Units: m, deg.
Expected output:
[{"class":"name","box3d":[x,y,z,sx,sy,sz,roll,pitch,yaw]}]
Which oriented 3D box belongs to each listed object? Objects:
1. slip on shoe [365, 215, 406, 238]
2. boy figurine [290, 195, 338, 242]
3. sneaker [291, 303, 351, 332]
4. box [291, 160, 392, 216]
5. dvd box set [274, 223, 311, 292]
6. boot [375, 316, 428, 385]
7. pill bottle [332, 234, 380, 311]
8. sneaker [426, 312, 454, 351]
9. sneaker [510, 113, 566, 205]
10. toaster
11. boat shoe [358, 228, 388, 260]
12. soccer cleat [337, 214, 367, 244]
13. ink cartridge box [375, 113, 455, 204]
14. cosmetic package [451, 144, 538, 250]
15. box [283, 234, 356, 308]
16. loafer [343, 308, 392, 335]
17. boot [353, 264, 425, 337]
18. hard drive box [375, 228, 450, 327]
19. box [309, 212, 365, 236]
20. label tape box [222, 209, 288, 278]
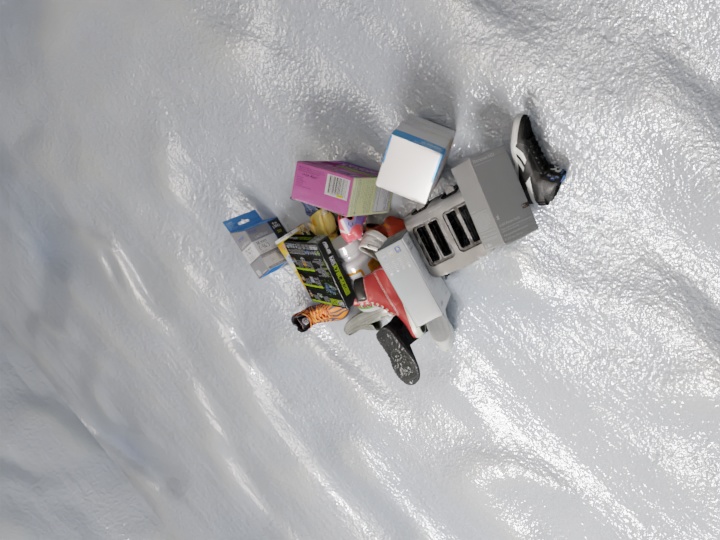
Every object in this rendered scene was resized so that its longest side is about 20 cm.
[{"class":"slip on shoe","box3d":[0.085,-0.110,1.732,0.199,0.074,0.062,-11,98,44]},{"class":"boy figurine","box3d":[-0.111,-0.126,1.805,0.124,0.064,0.201,-17,102,58]},{"class":"sneaker","box3d":[-0.122,0.136,1.963,0.199,0.112,0.078,-23,95,41]},{"class":"box","box3d":[-0.040,-0.209,1.690,0.175,0.199,0.098,20,107,30]},{"class":"dvd box set","box3d":[-0.147,-0.023,1.891,0.146,0.029,0.201,-23,102,54]},{"class":"boot","box3d":[0.134,0.179,1.731,0.065,0.200,0.166,-26,94,31]},{"class":"pill bottle","box3d":[0.000,0.000,1.777,0.110,0.111,0.201,-7,124,39]},{"class":"sneaker","box3d":[0.190,0.110,1.739,0.073,0.116,0.202,-16,64,8]},{"class":"sneaker","box3d":[0.387,-0.238,1.450,0.111,0.073,0.202,9,122,31]},{"class":"toaster","box3d":[0.219,-0.091,1.580,0.180,0.119,0.201,-26,92,26]},{"class":"boat shoe","box3d":[0.083,-0.023,1.707,0.199,0.070,0.071,31,151,3]},{"class":"soccer cleat","box3d":[-0.024,-0.138,1.729,0.066,0.201,0.077,-22,116,13]},{"class":"ink cartridge box","box3d":[0.133,-0.264,1.557,0.124,0.200,0.129,22,123,8]},{"class":"cosmetic package","box3d":[0.290,-0.157,1.462,0.202,0.106,0.090,66,157,-3]},{"class":"box","box3d":[-0.107,0.000,1.775,0.199,0.047,0.194,6,127,59]},{"class":"loafer","box3d":[0.028,0.139,1.879,0.200,0.070,0.070,-37,77,40]},{"class":"boot","box3d":[0.065,0.092,1.658,0.143,0.072,0.201,-29,80,17]},{"class":"hard drive box","box3d":[0.128,0.010,1.595,0.076,0.156,0.201,-28,96,20]},{"class":"box","box3d":[-0.078,-0.063,1.888,0.158,0.048,0.201,39,128,19]},{"class":"label tape box","box3d":[-0.287,-0.093,1.971,0.063,0.144,0.201,-37,85,41]}]
